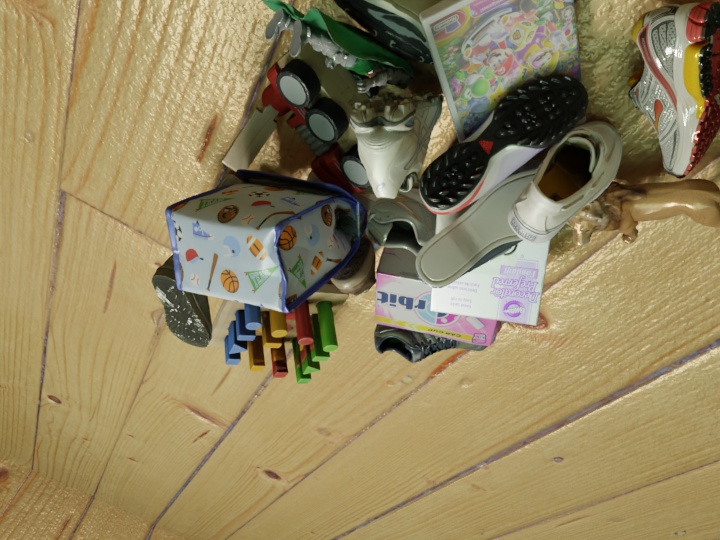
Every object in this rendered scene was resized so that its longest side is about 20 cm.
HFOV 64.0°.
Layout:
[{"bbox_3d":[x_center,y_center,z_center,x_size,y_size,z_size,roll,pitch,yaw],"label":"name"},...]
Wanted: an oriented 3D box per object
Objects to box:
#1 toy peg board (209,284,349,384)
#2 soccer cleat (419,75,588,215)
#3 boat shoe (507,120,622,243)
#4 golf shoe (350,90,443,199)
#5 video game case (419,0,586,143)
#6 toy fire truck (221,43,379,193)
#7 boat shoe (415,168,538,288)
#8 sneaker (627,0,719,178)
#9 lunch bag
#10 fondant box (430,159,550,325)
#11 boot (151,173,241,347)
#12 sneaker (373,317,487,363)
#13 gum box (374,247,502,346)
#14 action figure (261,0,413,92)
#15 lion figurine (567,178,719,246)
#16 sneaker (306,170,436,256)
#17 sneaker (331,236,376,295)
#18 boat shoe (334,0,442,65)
[{"bbox_3d":[-0.137,0.113,0.961,0.195,0.100,0.201,5,145,-27],"label":"toy peg board"},{"bbox_3d":[0.149,-0.131,0.616,0.198,0.073,0.069,-37,80,8],"label":"soccer cleat"},{"bbox_3d":[0.224,-0.110,0.593,0.071,0.199,0.070,41,149,16],"label":"boat shoe"},{"bbox_3d":[0.041,-0.137,0.612,0.076,0.200,0.100,3,113,22],"label":"golf shoe"},{"bbox_3d":[0.154,-0.203,0.591,0.141,0.018,0.201,-24,137,9],"label":"video game case"},{"bbox_3d":[-0.068,-0.167,0.716,0.177,0.130,0.198,49,150,-22],"label":"toy fire truck"},{"bbox_3d":[0.150,-0.047,0.666,0.199,0.062,0.075,-39,86,4],"label":"boat shoe"},{"bbox_3d":[0.321,-0.180,0.585,0.081,0.078,0.201,29,158,42],"label":"sneaker"},{"bbox_3d":[-0.103,-0.051,0.697,0.167,0.199,0.127,12,115,26],"label":"lunch bag"},{"bbox_3d":[0.168,-0.040,0.737,0.141,0.058,0.205,7,116,13],"label":"fondant box"},{"bbox_3d":[-0.219,-0.013,0.850,0.071,0.203,0.184,12,139,6],"label":"boot"},{"bbox_3d":[0.111,0.115,0.945,0.195,0.082,0.075,3,136,18],"label":"sneaker"},{"bbox_3d":[0.123,0.038,0.873,0.195,0.067,0.115,10,136,10],"label":"gum box"},{"bbox_3d":[-0.005,-0.223,0.597,0.118,0.198,0.055,44,118,31],"label":"action figure"},{"bbox_3d":[0.331,-0.073,0.641,0.196,0.074,0.122,-13,160,32],"label":"lion figurine"},{"bbox_3d":[0.016,-0.083,0.772,0.196,0.093,0.077,19,137,1],"label":"sneaker"},{"bbox_3d":[0.000,0.000,0.797,0.070,0.201,0.076,-30,107,6],"label":"sneaker"},{"bbox_3d":[0.054,-0.256,0.602,0.196,0.076,0.066,19,164,-21],"label":"boat shoe"}]
